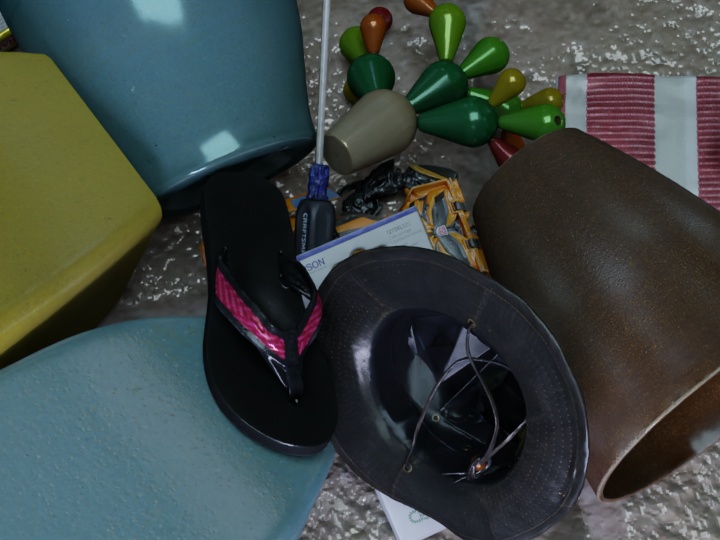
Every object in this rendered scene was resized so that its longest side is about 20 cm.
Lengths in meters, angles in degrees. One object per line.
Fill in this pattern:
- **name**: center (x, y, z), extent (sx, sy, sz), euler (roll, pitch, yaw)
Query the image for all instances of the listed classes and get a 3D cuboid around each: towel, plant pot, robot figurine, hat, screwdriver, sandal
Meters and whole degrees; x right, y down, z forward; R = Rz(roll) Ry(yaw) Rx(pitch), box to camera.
- **towel**: center (0.238, -0.071, 1.006), extent (0.200, 0.023, 0.144), euler (3, 71, 2)
- **plant pot**: center (-0.244, -0.020, 0.879), extent (0.176, 0.200, 0.200), euler (-31, 77, -36)
- **plant pot**: center (-0.130, 0.142, 0.845), extent (0.200, 0.196, 0.196), euler (-37, 74, -28)
- **robot figurine**: center (0.000, 0.000, 0.959), extent (0.200, 0.058, 0.145), euler (-18, 74, -7)
- **hat**: center (0.065, 0.062, 0.844), extent (0.201, 0.201, 0.081), euler (44, 43, 14)
- **plant pot**: center (0.165, 0.012, 0.900), extent (0.187, 0.187, 0.200), euler (-33, 66, -11)
- **screwdriver**: center (-0.024, -0.085, 0.904), extent (0.028, 0.029, 0.200), euler (1, 98, -27)
- **sandal**: center (-0.057, 0.015, 0.832), extent (0.075, 0.045, 0.200), euler (3, 55, -26)
- **plant pot**: center (-0.123, -0.143, 0.951), extent (0.200, 0.200, 0.188), euler (-23, 86, -8)

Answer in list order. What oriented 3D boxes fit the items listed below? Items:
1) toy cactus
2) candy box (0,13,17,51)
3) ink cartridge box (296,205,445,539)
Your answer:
- **toy cactus**: center (0.039, -0.113, 0.973), extent (0.200, 0.102, 0.165), euler (37, 55, 27)
- **candy box**: center (-0.273, -0.217, 1.055), extent (0.200, 0.026, 0.102), euler (-35, 76, -12)
- **ink cartridge box**: center (0.030, 0.068, 0.908), extent (0.095, 0.037, 0.200), euler (-23, 96, -5)
